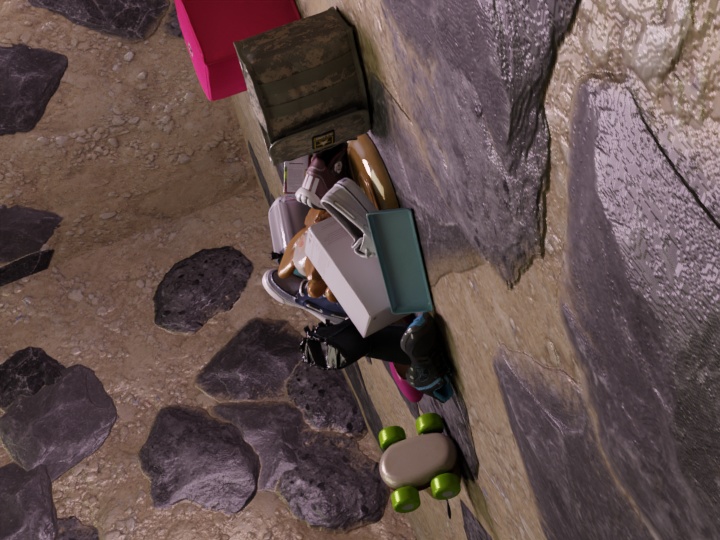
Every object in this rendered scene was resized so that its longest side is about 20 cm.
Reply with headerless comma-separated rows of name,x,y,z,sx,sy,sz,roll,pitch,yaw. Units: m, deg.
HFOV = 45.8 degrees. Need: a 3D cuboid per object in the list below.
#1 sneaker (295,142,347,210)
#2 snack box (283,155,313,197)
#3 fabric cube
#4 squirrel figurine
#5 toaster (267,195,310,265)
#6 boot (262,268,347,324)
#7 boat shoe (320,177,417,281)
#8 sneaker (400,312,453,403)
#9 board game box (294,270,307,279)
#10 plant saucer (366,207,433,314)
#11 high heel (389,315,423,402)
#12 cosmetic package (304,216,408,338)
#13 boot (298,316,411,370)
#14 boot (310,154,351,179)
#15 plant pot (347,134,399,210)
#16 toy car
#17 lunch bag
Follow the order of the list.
sneaker,-0.034,-0.169,1.504,0.200,0.075,0.116,-15,-55,-66
snack box,-0.111,-0.215,1.676,0.200,0.053,0.143,-15,-72,-86
fabric cube,-0.231,-0.464,1.599,0.199,0.199,0.197,136,113,-80
squirrel figurine,-0.032,-0.033,1.633,0.141,0.186,0.201,-5,66,56
toaster,-0.116,-0.088,1.818,0.114,0.199,0.130,133,126,-61
boot,-0.094,0.040,1.718,0.090,0.199,0.073,-43,25,51
boat shoe,0.014,-0.051,1.357,0.200,0.065,0.074,49,160,-2
sneaker,0.119,0.143,1.401,0.082,0.073,0.200,37,157,31
board game box,-0.042,0.054,1.820,0.199,0.045,0.152,21,159,11
plant saucer,0.064,-0.014,1.321,0.019,0.069,0.201,-76,-23,-51
high heel,0.082,0.162,1.608,0.096,0.067,0.201,-87,-20,-84
cosmetic package,0.000,0.000,1.464,0.200,0.107,0.085,56,155,22
boot,0.005,0.133,1.477,0.197,0.162,0.074,15,107,29
boot,-0.048,-0.202,1.637,0.200,0.074,0.098,66,-157,-68
plant pot,0.020,-0.135,1.413,0.200,0.027,0.201,159,90,-82
toy car,0.137,0.413,1.702,0.200,0.157,0.165,60,-167,-48
lunch bag,-0.078,-0.255,1.253,0.118,0.163,0.201,-118,10,-48
